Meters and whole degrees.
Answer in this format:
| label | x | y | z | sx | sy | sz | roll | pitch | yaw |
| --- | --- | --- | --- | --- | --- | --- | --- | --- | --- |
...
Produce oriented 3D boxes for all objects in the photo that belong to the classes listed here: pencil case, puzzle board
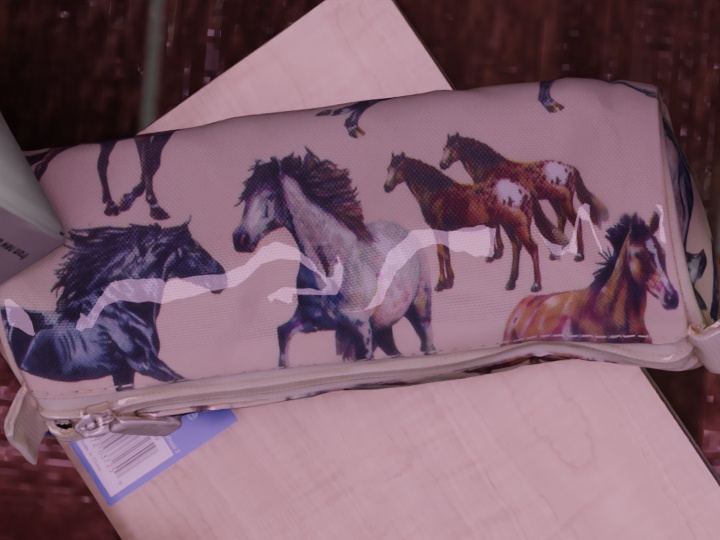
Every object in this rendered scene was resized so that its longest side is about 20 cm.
| label | x | y | z | sx | sy | sz | roll | pitch | yaw |
| --- | --- | --- | --- | --- | --- | --- | --- | --- | --- |
| pencil case | 0.000 | 0.000 | 0.791 | 0.199 | 0.078 | 0.090 | -7 | 69 | 7 |
| puzzle board | -0.002 | 0.039 | 0.839 | 0.150 | 0.017 | 0.200 | -35 | 85 | 6 |

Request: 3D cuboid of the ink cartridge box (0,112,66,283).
| label | x | y | z | sx | sy | sz | roll | pitch | yaw |
| --- | --- | --- | --- | --- | --- | --- | --- | --- | --- |
| ink cartridge box | -0.200 | -0.022 | 0.754 | 0.199 | 0.084 | 0.145 | -32 | 73 | 5 |
